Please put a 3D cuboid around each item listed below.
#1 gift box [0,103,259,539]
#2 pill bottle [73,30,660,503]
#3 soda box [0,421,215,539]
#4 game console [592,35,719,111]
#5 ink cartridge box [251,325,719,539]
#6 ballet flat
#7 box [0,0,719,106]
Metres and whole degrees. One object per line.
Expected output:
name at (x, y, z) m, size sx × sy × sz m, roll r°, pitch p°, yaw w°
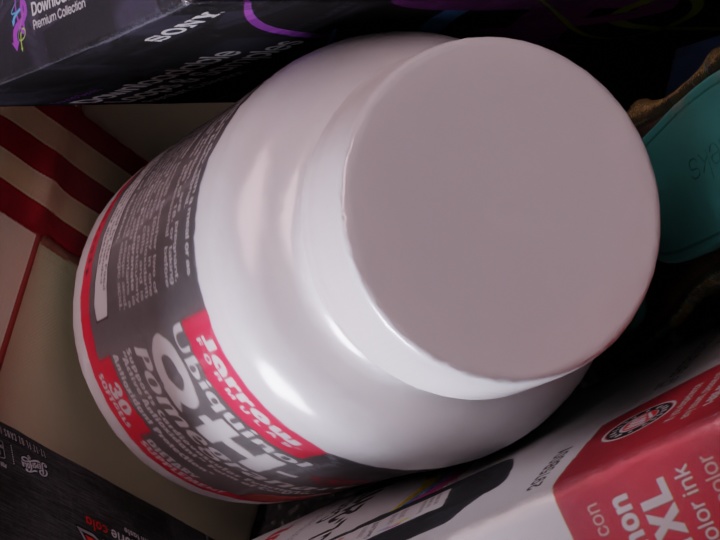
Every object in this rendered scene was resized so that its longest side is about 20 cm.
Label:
gift box at (-0.132, -0.025, 0.888) m, size 0.184 × 0.187 × 0.201 m, roll -5°, pitch 65°, yaw 35°
pill bottle at (0.000, 0.000, 0.732) m, size 0.200 × 0.110 × 0.111 m, roll -24°, pitch 45°, yaw 69°
soda box at (-0.088, 0.099, 0.778) m, size 0.071 × 0.200 × 0.064 m, roll -26°, pitch 53°, yaw 24°
game console at (0.149, -0.084, 0.814) m, size 0.199 × 0.031 × 0.177 m, roll -6°, pitch 64°, yaw 34°
ink cartridge box at (0.040, 0.090, 0.715) m, size 0.200 × 0.146 × 0.083 m, roll -26°, pitch 93°, yaw 23°
ballet flat at (0.090, -0.020, 0.748) m, size 0.200 × 0.071 × 0.071 m, roll -29°, pitch 44°, yaw 65°
box at (0.002, -0.072, 0.758) m, size 0.143 × 0.199 × 0.036 m, roll -14°, pitch 80°, yaw 57°
